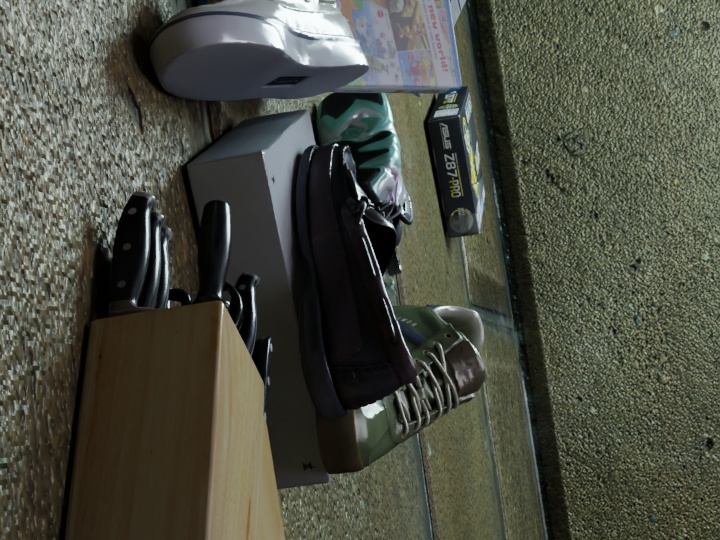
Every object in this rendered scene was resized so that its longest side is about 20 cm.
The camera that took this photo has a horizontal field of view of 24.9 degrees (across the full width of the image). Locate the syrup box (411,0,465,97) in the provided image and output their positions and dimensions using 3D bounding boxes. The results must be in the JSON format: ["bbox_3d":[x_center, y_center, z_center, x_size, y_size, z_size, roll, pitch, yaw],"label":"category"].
[{"bbox_3d":[0.047,-0.236,1.177,0.201,0.078,0.081,-65,171,0],"label":"syrup box"}]

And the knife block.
[{"bbox_3d":[-0.085,0.053,0.714,0.200,0.064,0.177,-34,114,-79],"label":"knife block"}]

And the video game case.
[{"bbox_3d":[-0.021,-0.187,1.064,0.199,0.018,0.144,-4,84,-39],"label":"video game case"}]

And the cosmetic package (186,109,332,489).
[{"bbox_3d":[-0.047,0.013,1.002,0.151,0.051,0.201,-66,146,-75],"label":"cosmetic package"}]

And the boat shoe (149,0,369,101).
[{"bbox_3d":[-0.062,-0.143,0.944,0.200,0.071,0.070,-10,78,-60],"label":"boat shoe"}]

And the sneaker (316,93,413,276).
[{"bbox_3d":[0.010,-0.050,1.310,0.200,0.077,0.141,-80,158,-60],"label":"sneaker"}]

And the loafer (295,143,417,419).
[{"bbox_3d":[0.000,0.000,0.949,0.072,0.063,0.201,66,16,-44],"label":"loafer"}]

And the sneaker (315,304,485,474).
[{"bbox_3d":[0.031,0.063,1.003,0.200,0.089,0.068,-61,142,-72],"label":"sneaker"}]

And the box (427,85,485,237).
[{"bbox_3d":[0.130,-0.148,2.177,0.200,0.049,0.162,-68,151,-72],"label":"box"}]
